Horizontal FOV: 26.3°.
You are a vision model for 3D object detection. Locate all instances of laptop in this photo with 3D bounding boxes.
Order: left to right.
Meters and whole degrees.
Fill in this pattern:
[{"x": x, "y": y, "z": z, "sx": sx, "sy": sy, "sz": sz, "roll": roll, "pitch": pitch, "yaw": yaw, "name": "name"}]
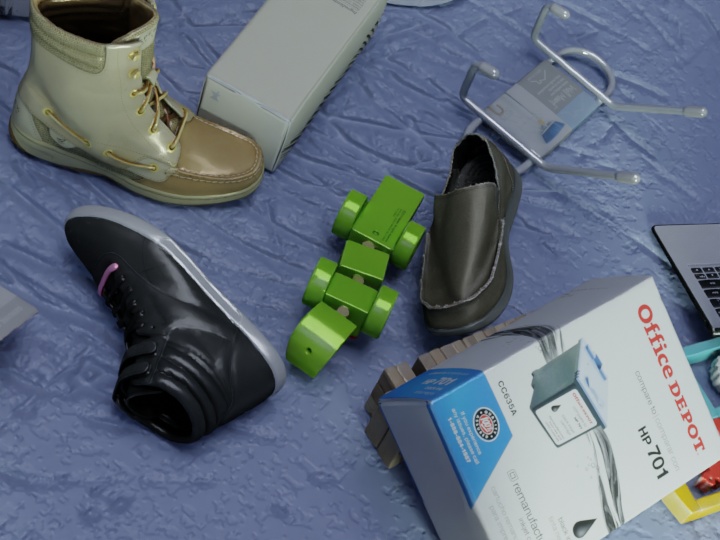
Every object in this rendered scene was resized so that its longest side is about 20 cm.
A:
[{"x": 0.372, "y": -0.009, "z": 1.244, "sx": 0.187, "sy": 0.116, "sz": 0.200, "roll": -2, "pitch": 45, "yaw": -21, "name": "laptop"}]

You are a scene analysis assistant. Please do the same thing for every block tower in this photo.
[{"x": 0.096, "y": 0.079, "z": 1.147, "sx": 0.200, "sy": 0.058, "sz": 0.054, "roll": -19, "pitch": 64, "yaw": -30, "name": "block tower"}]

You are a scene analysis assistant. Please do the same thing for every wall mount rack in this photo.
[{"x": 0.187, "y": -0.139, "z": 1.322, "sx": 0.174, "sy": 0.075, "sz": 0.200, "roll": 40, "pitch": 54, "yaw": 12, "name": "wall mount rack"}]

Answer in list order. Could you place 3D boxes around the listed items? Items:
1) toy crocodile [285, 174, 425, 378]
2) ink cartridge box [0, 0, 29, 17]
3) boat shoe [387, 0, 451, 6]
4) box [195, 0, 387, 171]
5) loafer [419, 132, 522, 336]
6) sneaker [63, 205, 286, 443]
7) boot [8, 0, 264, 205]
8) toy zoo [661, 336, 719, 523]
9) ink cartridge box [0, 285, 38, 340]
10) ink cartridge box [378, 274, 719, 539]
[{"x": 0.000, "y": 0.000, "z": 1.175, "sx": 0.067, "sy": 0.062, "sz": 0.200, "roll": 24, "pitch": 47, "yaw": 0, "name": "toy crocodile"}, {"x": -0.258, "y": -0.278, "z": 1.226, "sx": 0.199, "sy": 0.145, "sz": 0.085, "roll": 2, "pitch": 53, "yaw": -17, "name": "ink cartridge box"}, {"x": 0.019, "y": -0.287, "z": 1.376, "sx": 0.199, "sy": 0.068, "sz": 0.072, "roll": 3, "pitch": 55, "yaw": -17, "name": "boat shoe"}, {"x": -0.053, "y": -0.180, "z": 1.275, "sx": 0.082, "sy": 0.068, "sz": 0.200, "roll": 30, "pitch": 52, "yaw": 5, "name": "box"}, {"x": 0.078, "y": -0.031, "z": 1.198, "sx": 0.075, "sy": 0.070, "sz": 0.200, "roll": -13, "pitch": 40, "yaw": 22, "name": "loafer"}, {"x": -0.153, "y": 0.039, "z": 1.080, "sx": 0.200, "sy": 0.071, "sz": 0.099, "roll": 42, "pitch": 48, "yaw": 8, "name": "sneaker"}, {"x": -0.156, "y": -0.131, "z": 1.148, "sx": 0.199, "sy": 0.156, "sz": 0.073, "roll": 16, "pitch": 52, "yaw": -7, "name": "boot"}, {"x": 0.274, "y": 0.119, "z": 1.201, "sx": 0.200, "sy": 0.020, "sz": 0.131, "roll": -14, "pitch": 61, "yaw": -27, "name": "toy zoo"}, {"x": -0.339, "y": 0.019, "z": 1.016, "sx": 0.200, "sy": 0.050, "sz": 0.161, "roll": 33, "pitch": 29, "yaw": 4, "name": "ink cartridge box"}, {"x": 0.135, "y": 0.110, "z": 1.073, "sx": 0.200, "sy": 0.086, "sz": 0.147, "roll": -27, "pitch": 97, "yaw": -23, "name": "ink cartridge box"}]
